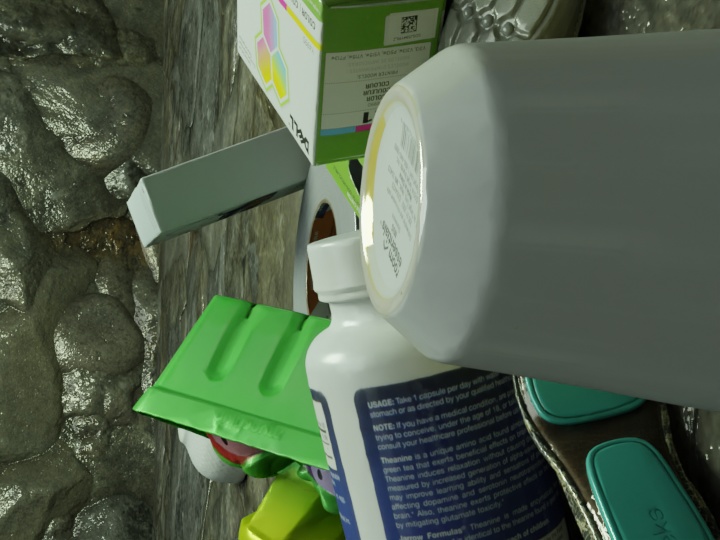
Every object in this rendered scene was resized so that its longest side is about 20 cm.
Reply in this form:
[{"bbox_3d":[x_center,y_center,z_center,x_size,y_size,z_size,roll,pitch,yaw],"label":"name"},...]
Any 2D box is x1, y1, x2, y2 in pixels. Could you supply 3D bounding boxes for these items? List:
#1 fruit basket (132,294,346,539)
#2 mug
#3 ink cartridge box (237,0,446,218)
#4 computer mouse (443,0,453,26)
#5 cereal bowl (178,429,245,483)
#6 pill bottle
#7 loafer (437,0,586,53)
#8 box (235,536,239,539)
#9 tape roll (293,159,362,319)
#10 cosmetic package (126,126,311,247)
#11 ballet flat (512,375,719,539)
[{"bbox_3d":[-0.036,0.137,0.738,0.215,0.155,0.217,-12,65,28],"label":"fruit basket"},{"bbox_3d":[0.078,-0.017,0.450,0.187,0.152,0.150,139,131,-70],"label":"mug"},{"bbox_3d":[-0.021,-0.106,0.708,0.148,0.075,0.201,-123,30,-46],"label":"ink cartridge box"},{"bbox_3d":[0.027,-0.237,0.721,0.138,0.052,0.201,-166,77,-74],"label":"computer mouse"},{"bbox_3d":[-0.197,0.182,1.542,0.200,0.083,0.201,-178,90,-74],"label":"cereal bowl"},{"bbox_3d":[0.036,0.076,0.574,0.111,0.110,0.201,-177,73,-74],"label":"pill bottle"},{"bbox_3d":[0.077,-0.099,0.625,0.070,0.070,0.201,37,109,40],"label":"loafer"},{"bbox_3d":[-0.034,0.288,0.889,0.200,0.103,0.183,129,142,-65],"label":"box"},{"bbox_3d":[0.000,0.000,0.890,0.200,0.066,0.202,-176,90,-74],"label":"tape roll"},{"bbox_3d":[-0.098,-0.081,1.010,0.052,0.199,0.151,69,164,-4],"label":"cosmetic package"},{"bbox_3d":[0.107,0.081,0.507,0.076,0.067,0.201,87,172,-50],"label":"ballet flat"}]
